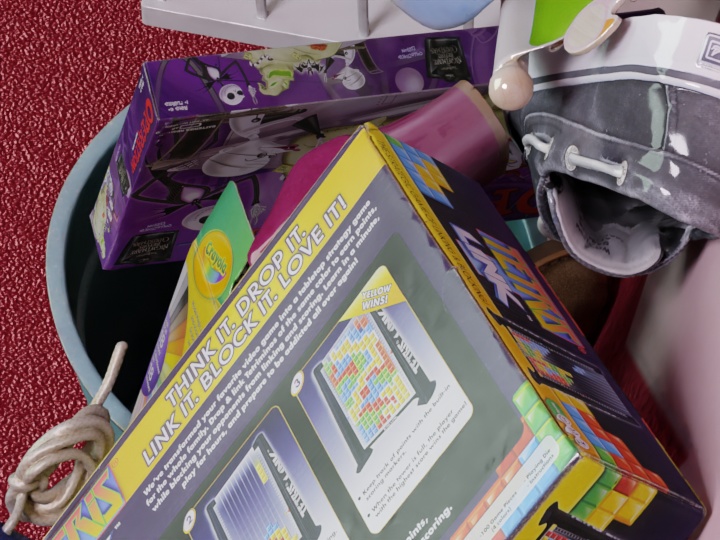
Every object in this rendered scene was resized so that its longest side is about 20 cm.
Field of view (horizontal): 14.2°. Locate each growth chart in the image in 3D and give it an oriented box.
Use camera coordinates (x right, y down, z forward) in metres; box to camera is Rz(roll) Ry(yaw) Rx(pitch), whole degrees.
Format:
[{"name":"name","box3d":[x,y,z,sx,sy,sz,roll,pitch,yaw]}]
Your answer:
[{"name":"growth chart","box3d":[0.109,-0.132,0.886,0.200,0.018,0.145,-45,12,10]}]

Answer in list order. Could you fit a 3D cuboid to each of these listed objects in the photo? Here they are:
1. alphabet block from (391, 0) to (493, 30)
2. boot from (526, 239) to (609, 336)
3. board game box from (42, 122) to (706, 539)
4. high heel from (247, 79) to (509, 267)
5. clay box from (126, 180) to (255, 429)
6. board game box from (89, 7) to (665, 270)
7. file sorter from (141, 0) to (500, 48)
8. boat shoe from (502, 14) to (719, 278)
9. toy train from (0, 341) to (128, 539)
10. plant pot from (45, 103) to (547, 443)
[{"name":"alphabet block","box3d":[0.026,-0.236,0.937,0.196,0.195,0.200,-40,25,22]},{"name":"boot","box3d":[0.037,0.079,1.036,0.074,0.075,0.200,14,-65,-54]},{"name":"board game box","box3d":[-0.011,0.084,0.843,0.200,0.057,0.165,-51,37,17]},{"name":"high heel","box3d":[0.000,0.000,1.020,0.096,0.067,0.200,-33,-21,-12]},{"name":"clay box","box3d":[-0.050,0.081,1.009,0.115,0.047,0.200,-112,38,-54]},{"name":"board game box","box3d":[0.007,-0.048,1.071,0.120,0.199,0.032,123,136,-63]},{"name":"file sorter","box3d":[0.016,-0.178,1.248,0.125,0.199,0.139,90,-166,-56]},{"name":"boat shoe","box3d":[0.082,-0.032,0.901,0.200,0.072,0.068,176,115,-77]},{"name":"toy train","box3d":[-0.126,0.118,1.000,0.200,0.085,0.116,-59,19,-1]},{"name":"plant pot","box3d":[-0.033,0.047,1.211,0.196,0.200,0.201,102,-175,-60]}]
